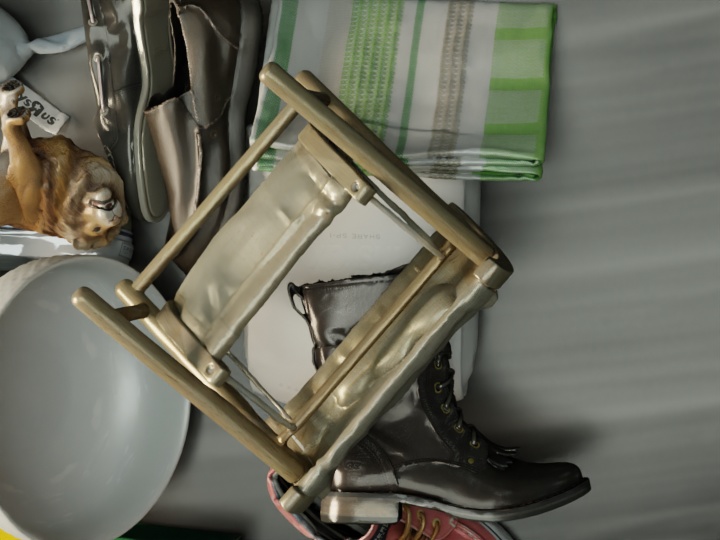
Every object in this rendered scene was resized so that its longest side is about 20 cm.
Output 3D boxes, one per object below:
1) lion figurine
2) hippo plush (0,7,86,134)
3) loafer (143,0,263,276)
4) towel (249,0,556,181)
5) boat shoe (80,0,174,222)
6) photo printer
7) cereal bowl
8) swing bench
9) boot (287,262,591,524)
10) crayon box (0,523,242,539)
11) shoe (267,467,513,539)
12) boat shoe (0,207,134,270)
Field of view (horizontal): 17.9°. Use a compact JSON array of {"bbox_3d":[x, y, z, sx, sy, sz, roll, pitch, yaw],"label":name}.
[{"bbox_3d":[-0.258,-0.047,1.525,0.199,0.073,0.123,-18,126,-11],"label":"lion figurine"},{"bbox_3d":[-0.309,-0.139,1.558,0.199,0.161,0.160,26,99,5],"label":"hippo plush"},{"bbox_3d":[-0.117,-0.097,1.558,0.071,0.073,0.202,7,91,-22],"label":"loafer"},{"bbox_3d":[0.029,-0.128,1.534,0.198,0.031,0.150,2,58,8],"label":"towel"},{"bbox_3d":[-0.163,-0.134,1.590,0.057,0.067,0.202,0,95,25],"label":"boat shoe"},{"bbox_3d":[0.000,0.000,1.574,0.165,0.069,0.202,2,97,8],"label":"photo printer"},{"bbox_3d":[-0.214,0.088,1.571,0.083,0.199,0.202,3,98,42],"label":"cereal bowl"},{"bbox_3d":[-0.036,0.010,1.435,0.200,0.130,0.199,42,98,5],"label":"swing bench"},{"bbox_3d":[0.053,0.078,1.509,0.198,0.069,0.176,-1,86,-6],"label":"boot"},{"bbox_3d":[-0.178,0.283,1.635,0.171,0.058,0.202,5,97,11],"label":"crayon box"},{"bbox_3d":[0.024,0.182,1.580,0.199,0.091,0.072,32,100,4],"label":"shoe"},{"bbox_3d":[-0.257,-0.036,1.618,0.198,0.072,0.063,4,77,2],"label":"boat shoe"}]
